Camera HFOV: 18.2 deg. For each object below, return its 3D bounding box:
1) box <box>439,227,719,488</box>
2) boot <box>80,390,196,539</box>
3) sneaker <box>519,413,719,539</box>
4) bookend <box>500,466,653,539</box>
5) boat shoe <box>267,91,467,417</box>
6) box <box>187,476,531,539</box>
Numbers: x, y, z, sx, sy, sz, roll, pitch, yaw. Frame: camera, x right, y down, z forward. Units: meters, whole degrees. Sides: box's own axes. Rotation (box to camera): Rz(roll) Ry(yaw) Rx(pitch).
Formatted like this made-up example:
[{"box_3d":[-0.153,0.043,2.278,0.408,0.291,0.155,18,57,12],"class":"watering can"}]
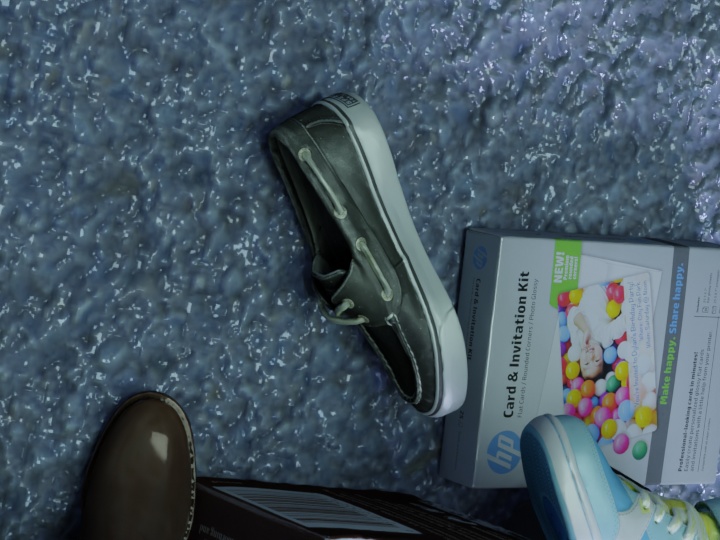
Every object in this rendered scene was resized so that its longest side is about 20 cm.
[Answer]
[{"box_3d":[0.148,0.056,1.419,0.199,0.041,0.157,3,96,-33],"class":"box"},{"box_3d":[-0.116,0.150,1.156,0.064,0.200,0.187,11,83,-7],"class":"boot"},{"box_3d":[0.174,0.141,1.272,0.130,0.080,0.201,-27,120,-5],"class":"sneaker"},{"box_3d":[0.120,0.247,1.374,0.199,0.092,0.200,-41,123,-14],"class":"bookend"},{"box_3d":[0.000,0.000,1.300,0.064,0.071,0.201,-28,104,-28],"class":"boat shoe"},{"box_3d":[-0.010,0.232,1.266,0.164,0.166,0.201,8,93,-34],"class":"box"}]
